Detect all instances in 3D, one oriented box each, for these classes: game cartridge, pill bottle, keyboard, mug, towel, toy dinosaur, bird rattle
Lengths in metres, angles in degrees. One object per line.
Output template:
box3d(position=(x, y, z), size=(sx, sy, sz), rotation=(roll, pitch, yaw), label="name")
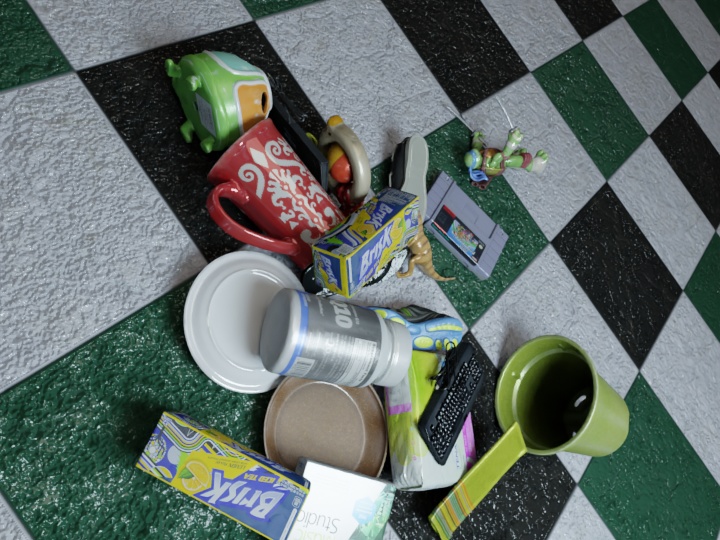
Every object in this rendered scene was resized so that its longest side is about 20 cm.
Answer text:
box3d(position=(0.205, -0.090, 1.042), size=(0.199, 0.038, 0.130), rotation=(42, 51, -9), label="game cartridge")
box3d(position=(-0.031, 0.101, 0.732), size=(0.196, 0.113, 0.116), rotation=(16, 63, -28), label="pill bottle")
box3d(position=(-0.108, -0.230, 0.828), size=(0.020, 0.128, 0.201), rotation=(-30, 65, -18), label="keyboard")
box3d(position=(-0.134, -0.097, 0.801), size=(0.200, 0.133, 0.178), rotation=(47, 72, -10), label="mug")
box3d(position=(0.148, 0.187, 0.793), size=(0.105, 0.039, 0.200), rotation=(57, 42, -14), label="keyboard")
box3d(position=(0.185, 0.326, 0.800), size=(0.199, 0.018, 0.087), rotation=(-41, 133, -15), label="towel")
box3d(position=(0.106, -0.023, 0.929), size=(0.061, 0.104, 0.202), rotation=(-111, 176, -56), label="toy dinosaur")
box3d(position=(-0.034, -0.157, 0.858), size=(0.111, 0.164, 0.203), rotation=(-17, 72, -22), label="bird rattle")

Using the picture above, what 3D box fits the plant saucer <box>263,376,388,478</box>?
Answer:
box3d(position=(-0.051, 0.237, 0.756), size=(0.196, 0.037, 0.205), rotation=(12, 64, -25), label="plant saucer")

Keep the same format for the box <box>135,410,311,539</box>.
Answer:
box3d(position=(-0.160, 0.246, 0.626), size=(0.197, 0.064, 0.071), rotation=(27, 77, 3), label="box")

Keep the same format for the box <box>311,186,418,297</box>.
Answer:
box3d(position=(0.013, -0.047, 0.777), size=(0.063, 0.071, 0.200), rotation=(20, 42, 29), label="box")

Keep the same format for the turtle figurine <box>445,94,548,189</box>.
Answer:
box3d(position=(0.306, -0.279, 1.112), size=(0.190, 0.143, 0.205), rotation=(4, 72, -33), label="turtle figurine")

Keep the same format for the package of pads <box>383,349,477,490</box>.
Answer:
box3d(position=(0.108, 0.231, 0.813), size=(0.153, 0.068, 0.205), rotation=(14, 62, -42), label="package of pads")

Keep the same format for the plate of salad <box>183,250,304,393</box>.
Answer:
box3d(position=(-0.160, 0.073, 0.753), size=(0.197, 0.048, 0.205), rotation=(10, 73, -34), label="plate of salad")

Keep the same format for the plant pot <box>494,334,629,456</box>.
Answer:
box3d(position=(0.374, 0.243, 0.925), size=(0.182, 0.199, 0.204), rotation=(28, 58, -31), label="plant pot")

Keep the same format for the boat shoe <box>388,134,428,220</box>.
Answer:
box3d(position=(0.083, -0.154, 0.979), size=(0.073, 0.060, 0.205), rotation=(12, 78, -36), label="boat shoe")

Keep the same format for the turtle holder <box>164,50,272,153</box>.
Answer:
box3d(position=(-0.220, -0.267, 0.811), size=(0.130, 0.184, 0.144), rotation=(-27, 112, -28), label="turtle holder")

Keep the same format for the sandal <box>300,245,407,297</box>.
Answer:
box3d(position=(0.000, 0.001, 0.845), size=(0.197, 0.048, 0.077), rotation=(-22, 113, -20), label="sandal")

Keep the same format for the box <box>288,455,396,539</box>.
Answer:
box3d(position=(-0.044, 0.365, 0.679), size=(0.142, 0.036, 0.204), rotation=(22, 77, -21), label="box")

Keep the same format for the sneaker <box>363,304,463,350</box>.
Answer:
box3d(position=(0.073, 0.096, 0.867), size=(0.195, 0.083, 0.073), rotation=(5, 97, -17), label="sneaker")
